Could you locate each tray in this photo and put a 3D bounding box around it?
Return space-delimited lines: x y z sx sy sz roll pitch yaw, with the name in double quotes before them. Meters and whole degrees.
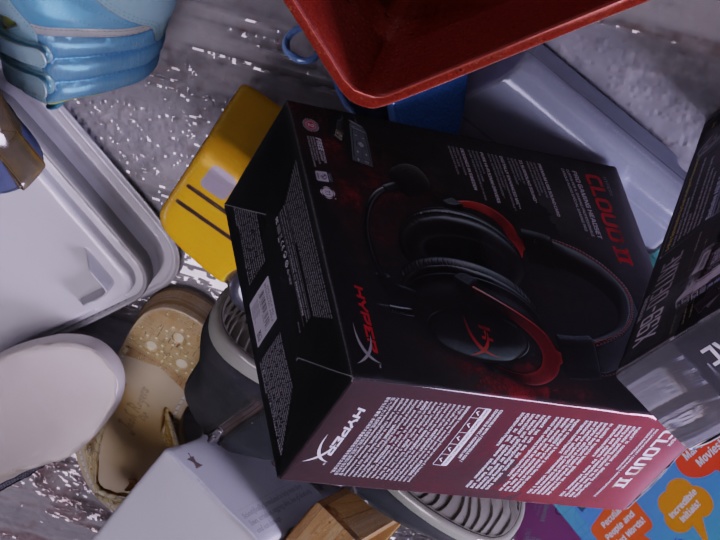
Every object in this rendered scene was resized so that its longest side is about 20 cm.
"tray" -0.055 0.207 1.041 0.037 0.098 0.201 42 108 13

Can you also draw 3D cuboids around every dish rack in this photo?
"dish rack" -0.219 -0.019 1.006 0.199 0.044 0.172 -23 118 35

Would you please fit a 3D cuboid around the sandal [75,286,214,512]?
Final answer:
"sandal" -0.139 0.102 1.056 0.077 0.070 0.213 25 133 0

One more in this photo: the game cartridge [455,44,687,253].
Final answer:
"game cartridge" 0.060 -0.022 0.900 0.133 0.041 0.200 39 131 -8

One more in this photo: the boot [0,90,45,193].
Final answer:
"boot" -0.234 -0.086 0.900 0.199 0.075 0.097 14 145 54

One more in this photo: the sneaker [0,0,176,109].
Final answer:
"sneaker" -0.180 -0.148 0.861 0.198 0.080 0.131 22 131 4

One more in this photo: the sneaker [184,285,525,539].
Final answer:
"sneaker" -0.004 0.090 0.967 0.199 0.075 0.106 38 147 4

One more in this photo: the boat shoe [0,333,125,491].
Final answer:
"boat shoe" -0.211 0.086 1.068 0.199 0.093 0.075 -30 100 22

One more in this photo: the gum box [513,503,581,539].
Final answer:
"gum box" 0.153 0.228 1.047 0.112 0.066 0.202 6 129 18

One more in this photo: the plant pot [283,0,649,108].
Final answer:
"plant pot" 0.052 -0.214 0.648 0.198 0.177 0.201 -18 119 32

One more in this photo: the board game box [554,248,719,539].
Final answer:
"board game box" 0.176 0.105 0.895 0.200 0.045 0.152 51 131 13

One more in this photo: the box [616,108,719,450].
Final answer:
"box" 0.194 -0.036 0.723 0.050 0.201 0.157 43 130 -12

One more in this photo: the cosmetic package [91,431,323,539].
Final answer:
"cosmetic package" -0.121 0.189 1.037 0.081 0.113 0.200 45 109 11

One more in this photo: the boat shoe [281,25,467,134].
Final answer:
"boat shoe" 0.002 -0.142 0.806 0.068 0.084 0.202 6 113 35

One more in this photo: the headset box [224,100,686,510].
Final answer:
"headset box" 0.053 0.019 0.776 0.198 0.150 0.075 9 138 -28

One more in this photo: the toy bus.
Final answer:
"toy bus" 0.000 0.000 0.876 0.199 0.065 0.078 34 131 -7
